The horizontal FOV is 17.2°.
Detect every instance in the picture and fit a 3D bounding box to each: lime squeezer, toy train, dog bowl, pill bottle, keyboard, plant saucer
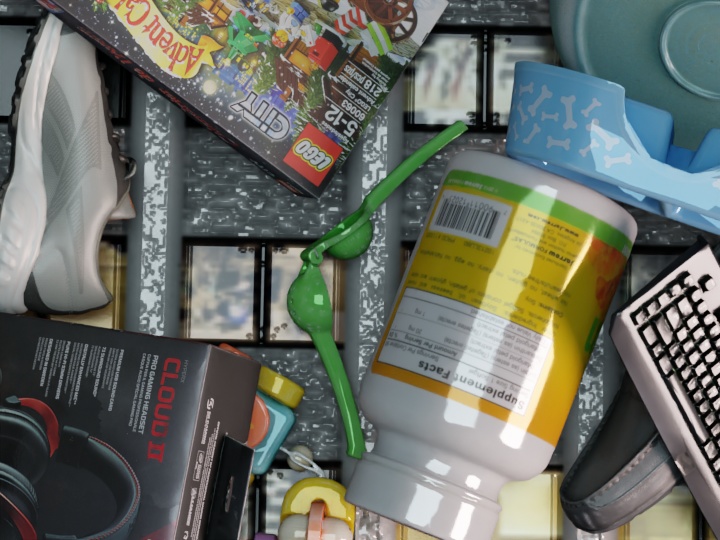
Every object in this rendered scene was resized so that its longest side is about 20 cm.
[{"bbox_3d":[0.000,0.000,1.332,0.070,0.038,0.201,17,83,2],"label":"lime squeezer"},{"bbox_3d":[-0.076,0.141,1.307,0.150,0.056,0.201,-21,84,-3],"label":"toy train"},{"bbox_3d":[0.168,-0.055,1.252,0.199,0.111,0.050,19,89,9],"label":"dog bowl"},{"bbox_3d":[0.065,0.046,1.289,0.111,0.111,0.201,22,84,2],"label":"pill bottle"},{"bbox_3d":[0.217,0.067,1.281,0.127,0.021,0.200,-40,119,-17],"label":"keyboard"},{"bbox_3d":[0.194,-0.124,1.279,0.200,0.200,0.027,24,44,3],"label":"plant saucer"}]

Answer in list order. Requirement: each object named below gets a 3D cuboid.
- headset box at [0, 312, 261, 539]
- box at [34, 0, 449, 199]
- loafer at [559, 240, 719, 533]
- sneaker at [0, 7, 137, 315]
[{"bbox_3d":[-0.149,0.104,1.271,0.199,0.075,0.149,9,83,21],"label":"headset box"},{"bbox_3d":[-0.067,-0.151,1.307,0.200,0.038,0.137,36,81,-20],"label":"box"},{"bbox_3d":[0.172,0.054,1.304,0.201,0.068,0.070,-50,116,-10],"label":"loafer"},{"bbox_3d":[-0.160,-0.071,1.329,0.079,0.074,0.201,8,89,-9],"label":"sneaker"}]
